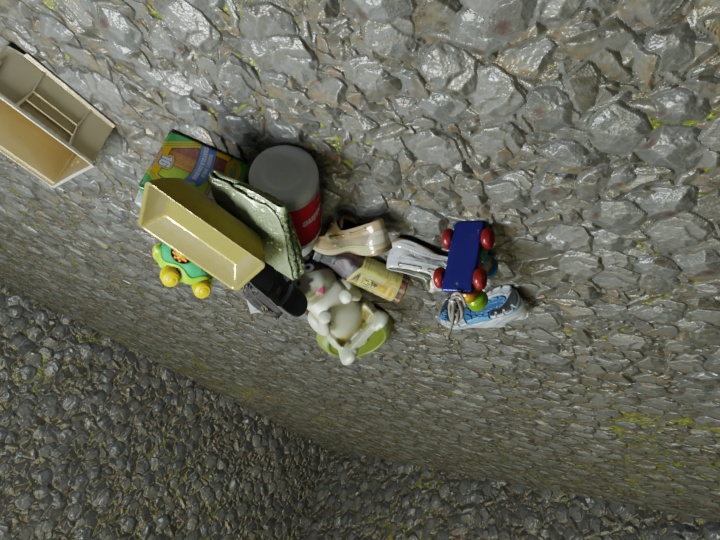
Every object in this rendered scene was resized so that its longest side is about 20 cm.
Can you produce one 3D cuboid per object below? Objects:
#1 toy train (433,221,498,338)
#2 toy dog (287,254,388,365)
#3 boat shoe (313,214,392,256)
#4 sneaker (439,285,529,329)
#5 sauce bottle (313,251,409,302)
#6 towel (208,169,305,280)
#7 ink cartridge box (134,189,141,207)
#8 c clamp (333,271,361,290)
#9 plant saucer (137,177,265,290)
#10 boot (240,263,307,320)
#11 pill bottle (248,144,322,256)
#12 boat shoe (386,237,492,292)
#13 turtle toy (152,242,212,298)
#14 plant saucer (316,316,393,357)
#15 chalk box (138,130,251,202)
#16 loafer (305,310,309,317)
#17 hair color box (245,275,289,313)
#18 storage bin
[{"bbox_3d":[0.174,0.034,0.853,0.083,0.204,0.116,1,154,32],"label":"toy train"},{"bbox_3d":[-0.060,0.060,1.112,0.200,0.139,0.194,46,-174,-25],"label":"toy dog"},{"bbox_3d":[-0.023,-0.069,0.955,0.197,0.071,0.066,5,117,44],"label":"boat shoe"},{"bbox_3d":[0.246,0.089,1.052,0.086,0.077,0.198,30,153,-33],"label":"sneaker"},{"bbox_3d":[0.000,0.000,1.059,0.196,0.067,0.066,24,154,-7],"label":"sauce bottle"},{"bbox_3d":[-0.159,-0.067,0.825,0.146,0.037,0.201,28,155,18],"label":"towel"},{"bbox_3d":[-0.393,-0.116,1.160,0.159,0.058,0.200,23,174,-7],"label":"ink cartridge box"},{"bbox_3d":[-0.080,0.043,1.238,0.167,0.028,0.201,21,154,-2],"label":"c clamp"},{"bbox_3d":[-0.244,-0.059,0.826,0.198,0.049,0.199,36,154,-15],"label":"plant saucer"},{"bbox_3d":[-0.205,0.031,1.055,0.201,0.070,0.173,51,152,-20],"label":"boot"},{"bbox_3d":[-0.120,-0.105,0.890,0.110,0.114,0.201,16,154,6],"label":"pill bottle"},{"bbox_3d":[0.140,0.009,0.962,0.196,0.071,0.071,20,165,3],"label":"boat shoe"},{"bbox_3d":[-0.354,-0.020,1.145,0.198,0.102,0.146,26,-167,-40],"label":"turtle toy"},{"bbox_3d":[-0.011,0.165,1.306,0.195,0.032,0.202,-9,142,-7],"label":"plant saucer"},{"bbox_3d":[-0.267,-0.129,0.935,0.196,0.127,0.124,21,154,-6],"label":"chalk box"},{"bbox_3d":[-0.066,0.122,1.337,0.071,0.074,0.199,37,179,43],"label":"loafer"},{"bbox_3d":[-0.215,0.027,1.218,0.108,0.065,0.201,-8,153,-9],"label":"hair color box"},{"bbox_3d":[-0.575,-0.262,0.930,0.197,0.095,0.198,-5,144,42],"label":"storage bin"}]
